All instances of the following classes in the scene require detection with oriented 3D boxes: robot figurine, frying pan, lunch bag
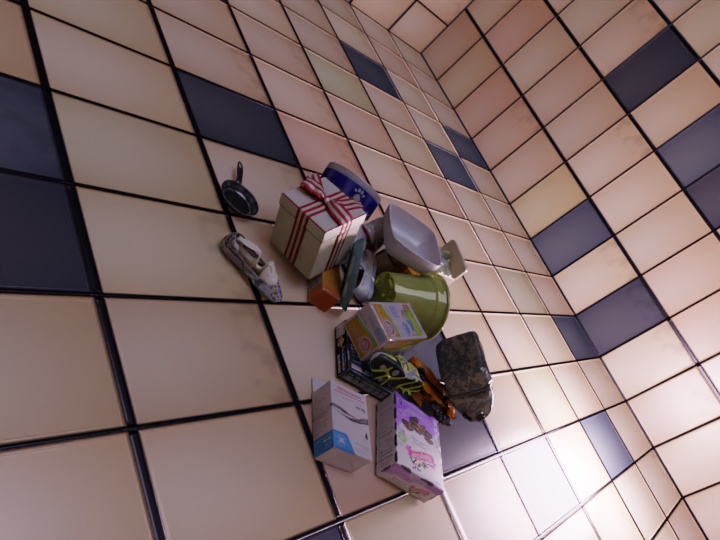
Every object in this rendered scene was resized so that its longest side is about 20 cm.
[{"bbox_3d":[0.193,0.341,1.667,0.201,0.058,0.145,49,29,-6],"label":"robot figurine"},{"bbox_3d":[-0.324,-0.212,1.540,0.114,0.031,0.192,8,48,-53],"label":"frying pan"},{"bbox_3d":[0.299,0.300,1.676,0.201,0.137,0.170,-92,159,-61],"label":"lunch bag"}]

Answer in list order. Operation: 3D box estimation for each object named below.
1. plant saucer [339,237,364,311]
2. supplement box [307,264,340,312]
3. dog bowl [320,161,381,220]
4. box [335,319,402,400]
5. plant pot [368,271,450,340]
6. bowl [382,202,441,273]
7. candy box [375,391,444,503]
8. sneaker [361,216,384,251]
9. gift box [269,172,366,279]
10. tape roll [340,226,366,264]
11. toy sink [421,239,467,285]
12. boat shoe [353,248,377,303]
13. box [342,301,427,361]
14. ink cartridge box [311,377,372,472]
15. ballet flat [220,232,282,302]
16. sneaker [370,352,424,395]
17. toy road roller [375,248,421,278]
[{"bbox_3d":[-0.026,0.008,1.598,0.027,0.203,0.202,14,37,-5],"label":"plant saucer"},{"bbox_3d":[-0.098,0.008,1.599,0.066,0.068,0.202,34,35,-31],"label":"supplement box"},{"bbox_3d":[-0.037,-0.242,1.847,0.198,0.080,0.200,34,-4,3],"label":"dog bowl"},{"bbox_3d":[0.022,0.237,1.539,0.199,0.046,0.161,34,34,-32],"label":"box"},{"bbox_3d":[0.130,0.088,1.744,0.182,0.201,0.203,16,44,-32],"label":"plant pot"},{"bbox_3d":[0.142,-0.084,1.776,0.198,0.075,0.202,31,31,-23],"label":"bowl"},{"bbox_3d":[0.117,0.425,1.447,0.167,0.071,0.202,38,31,-26],"label":"candy box"},{"bbox_3d":[0.063,-0.119,1.906,0.082,0.087,0.200,63,1,5],"label":"sneaker"},{"bbox_3d":[-0.104,-0.128,1.533,0.184,0.188,0.199,38,43,16],"label":"gift box"},{"bbox_3d":[-0.075,-0.121,1.769,0.201,0.070,0.205,36,33,-28],"label":"tape roll"},{"bbox_3d":[0.229,-0.009,1.962,0.111,0.199,0.132,18,44,-46],"label":"toy sink"},{"bbox_3d":[0.000,0.000,1.747,0.070,0.070,0.202,44,35,-33],"label":"boat shoe"},{"bbox_3d":[0.065,0.155,1.542,0.198,0.101,0.114,7,50,-54],"label":"box"},{"bbox_3d":[-0.044,0.325,1.323,0.115,0.066,0.202,31,36,-33],"label":"ink cartridge box"},{"bbox_3d":[-0.242,-0.011,1.402,0.201,0.072,0.072,47,29,-11],"label":"ballet flat"},{"bbox_3d":[0.083,0.248,1.508,0.200,0.075,0.077,41,22,-43],"label":"sneaker"},{"bbox_3d":[0.115,-0.005,1.871,0.148,0.122,0.200,58,28,-3],"label":"toy road roller"}]
